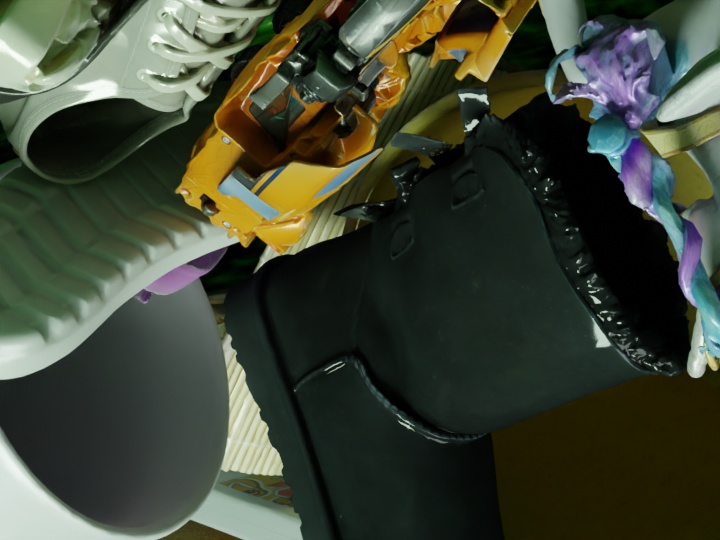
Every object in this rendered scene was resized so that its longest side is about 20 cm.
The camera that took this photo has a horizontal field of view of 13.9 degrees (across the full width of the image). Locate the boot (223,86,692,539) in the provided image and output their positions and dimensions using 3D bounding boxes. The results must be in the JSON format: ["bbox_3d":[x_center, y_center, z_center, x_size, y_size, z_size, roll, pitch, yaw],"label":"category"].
[{"bbox_3d":[0.048,0.046,1.033,0.162,0.199,0.073,-30,171,37],"label":"boot"}]

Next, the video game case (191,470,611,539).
[{"bbox_3d":[0.051,0.092,1.231,0.182,0.023,0.200,-12,-166,-32],"label":"video game case"}]

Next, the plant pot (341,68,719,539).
[{"bbox_3d":[0.111,0.012,1.111,0.200,0.200,0.142,-34,173,37],"label":"plant pot"}]

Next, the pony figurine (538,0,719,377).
[{"bbox_3d":[0.134,-0.080,0.931,0.166,0.200,0.193,-1,153,-34],"label":"pony figurine"}]

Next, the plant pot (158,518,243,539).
[{"bbox_3d":[-0.079,0.167,1.319,0.200,0.187,0.186,-11,159,4],"label":"plant pot"}]

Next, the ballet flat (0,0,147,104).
[{"bbox_3d":[-0.089,-0.100,0.895,0.068,0.068,0.200,36,131,-14],"label":"ballet flat"}]

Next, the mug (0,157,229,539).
[{"bbox_3d":[-0.150,0.044,1.132,0.175,0.148,0.200,-21,-170,33],"label":"mug"}]

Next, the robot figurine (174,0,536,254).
[{"bbox_3d":[0.013,-0.084,0.953,0.145,0.058,0.200,-56,-171,-30],"label":"robot figurine"}]

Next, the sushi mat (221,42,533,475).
[{"bbox_3d":[0.000,0.000,1.152,0.096,0.012,0.200,8,120,-35],"label":"sushi mat"}]

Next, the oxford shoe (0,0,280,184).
[{"bbox_3d":[-0.055,-0.090,0.967,0.075,0.058,0.200,6,148,-41],"label":"oxford shoe"}]

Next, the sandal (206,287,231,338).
[{"bbox_3d":[0.022,-0.007,1.228,0.200,0.054,0.080,-14,169,-17],"label":"sandal"}]

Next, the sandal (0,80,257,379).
[{"bbox_3d":[-0.085,-0.012,1.039,0.203,0.082,0.050,-31,146,-41],"label":"sandal"}]

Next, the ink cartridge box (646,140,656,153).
[{"bbox_3d":[0.192,-0.067,1.226,0.200,0.039,0.099,4,150,-39],"label":"ink cartridge box"}]
